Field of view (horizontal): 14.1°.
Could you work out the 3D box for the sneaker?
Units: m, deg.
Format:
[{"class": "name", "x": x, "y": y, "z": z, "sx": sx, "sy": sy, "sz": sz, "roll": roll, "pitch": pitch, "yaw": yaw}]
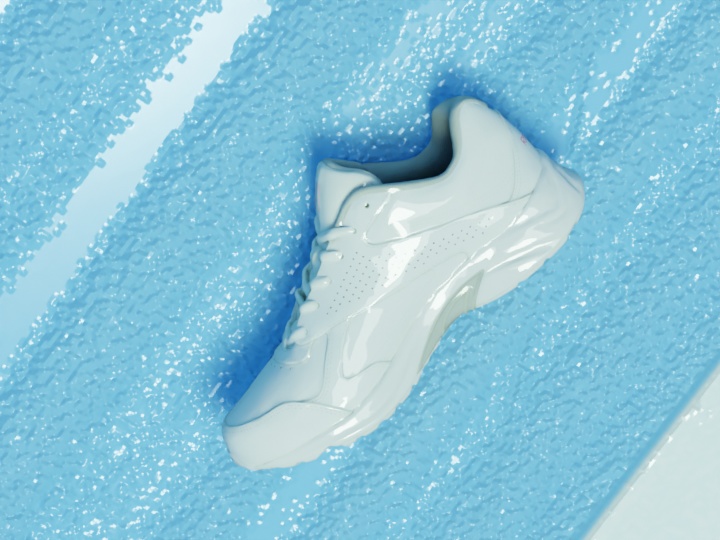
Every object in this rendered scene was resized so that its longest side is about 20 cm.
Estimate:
[{"class": "sneaker", "x": 0.000, "y": 0.000, "z": 1.299, "sx": 0.200, "sy": 0.078, "sz": 0.099, "roll": -45, "pitch": 109, "yaw": -3}]
